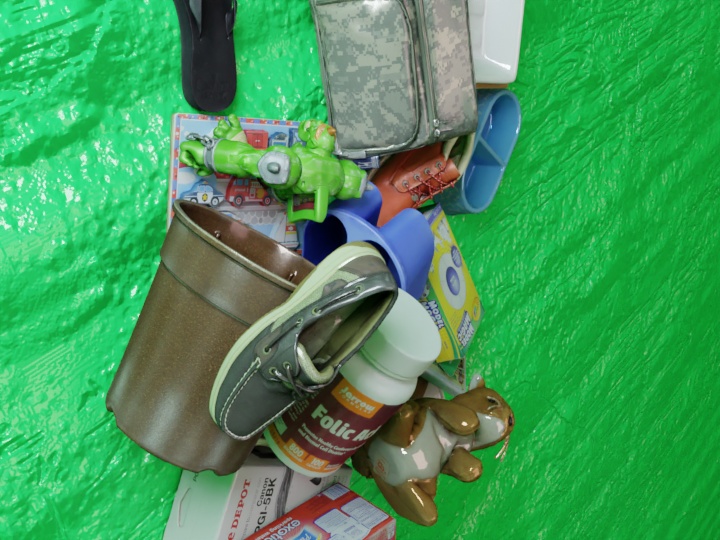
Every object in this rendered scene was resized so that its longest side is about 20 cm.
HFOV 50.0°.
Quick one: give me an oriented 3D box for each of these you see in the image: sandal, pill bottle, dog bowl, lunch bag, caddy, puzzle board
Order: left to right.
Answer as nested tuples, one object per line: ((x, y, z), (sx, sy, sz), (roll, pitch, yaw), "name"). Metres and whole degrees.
((-0.143, -0.255, 0.735), (0.075, 0.042, 0.204), (-27, 121, -40), "sandal")
((-0.119, -0.086, 0.834), (0.198, 0.017, 0.154), (-7, 107, -46), "puzzle board")
((-0.011, 0.116, 0.810), (0.113, 0.115, 0.201), (1, 138, -47), "pill bottle")
((0.000, 0.000, 0.880), (0.105, 0.140, 0.202), (-46, 158, -35), "caddy")
((0.031, -0.230, 0.870), (0.164, 0.139, 0.204), (-14, 114, -13), "lunch bag")
((0.170, -0.172, 1.100), (0.111, 0.049, 0.203), (32, 77, -47), "dog bowl")

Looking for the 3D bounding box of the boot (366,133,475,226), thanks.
((0.067, -0.111, 0.966), (0.075, 0.106, 0.203), (42, 73, -47), "boot")

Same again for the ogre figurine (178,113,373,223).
((-0.069, -0.102, 0.782), (0.199, 0.119, 0.100), (33, 79, -48), "ogre figurine")

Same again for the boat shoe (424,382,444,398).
((0.086, 0.254, 1.147), (0.062, 0.071, 0.205), (-90, -176, -86), "boat shoe")

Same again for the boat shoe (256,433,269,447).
((-0.096, 0.178, 0.898), (0.198, 0.073, 0.065), (3, 137, -47), "boat shoe")

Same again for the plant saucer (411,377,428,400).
((0.043, 0.124, 1.036), (0.198, 0.035, 0.205), (-4, 96, -49), "plant saucer")

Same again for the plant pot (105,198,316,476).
((-0.133, 0.068, 0.739), (0.199, 0.199, 0.201), (22, 100, -48), "plant pot")

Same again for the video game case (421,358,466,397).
((0.091, 0.056, 1.049), (0.199, 0.022, 0.186), (36, 49, -47), "video game case")

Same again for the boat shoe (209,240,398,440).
((-0.047, 0.066, 0.627), (0.201, 0.066, 0.072), (-47, 125, 5), "boat shoe")

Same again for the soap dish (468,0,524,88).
((0.142, -0.340, 0.995), (0.156, 0.080, 0.205), (-13, 111, -45), "soap dish")

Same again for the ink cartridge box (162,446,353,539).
((-0.116, 0.283, 0.900), (0.198, 0.082, 0.150), (17, 90, -49), "ink cartridge box")

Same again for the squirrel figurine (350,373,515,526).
((0.087, 0.196, 0.947), (0.184, 0.199, 0.144), (-21, 93, -32), "squirrel figurine")

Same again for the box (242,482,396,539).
((-0.060, 0.331, 0.840), (0.198, 0.099, 0.098), (-20, 118, -43), "box")

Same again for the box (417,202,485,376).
((0.108, 0.027, 1.023), (0.203, 0.048, 0.118), (66, 33, -20), "box")
